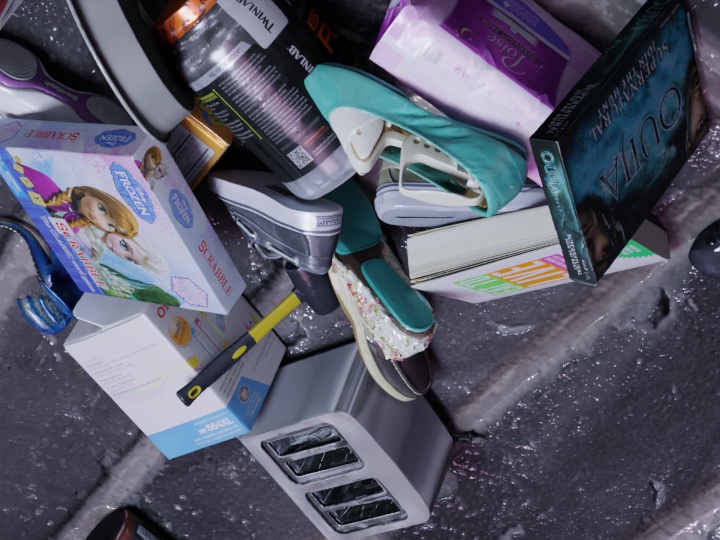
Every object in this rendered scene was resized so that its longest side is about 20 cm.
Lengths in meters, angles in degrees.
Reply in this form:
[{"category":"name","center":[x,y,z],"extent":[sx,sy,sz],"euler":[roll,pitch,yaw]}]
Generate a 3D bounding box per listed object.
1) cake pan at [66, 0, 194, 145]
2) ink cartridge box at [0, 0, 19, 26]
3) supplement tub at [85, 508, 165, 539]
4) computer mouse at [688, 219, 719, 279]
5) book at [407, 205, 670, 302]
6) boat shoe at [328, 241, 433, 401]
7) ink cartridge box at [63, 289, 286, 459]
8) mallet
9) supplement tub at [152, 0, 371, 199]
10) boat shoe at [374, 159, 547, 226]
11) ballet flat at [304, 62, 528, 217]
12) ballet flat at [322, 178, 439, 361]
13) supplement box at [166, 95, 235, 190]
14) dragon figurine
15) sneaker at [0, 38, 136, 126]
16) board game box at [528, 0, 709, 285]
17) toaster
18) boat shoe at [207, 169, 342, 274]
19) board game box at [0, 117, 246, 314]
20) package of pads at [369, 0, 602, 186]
[{"category":"cake pan","center":[-0.194,-0.204,1.158],"extent":[0.036,0.201,0.202],"euler":[-24,121,6]},{"category":"ink cartridge box","center":[-0.333,-0.239,1.164],"extent":[0.085,0.201,0.147],"euler":[37,134,-14]},{"category":"supplement tub","center":[-0.265,0.406,1.782],"extent":[0.106,0.108,0.200],"euler":[-29,115,38]},{"category":"computer mouse","center":[0.365,-0.040,1.176],"extent":[0.059,0.034,0.199],"euler":[44,131,-17]},{"category":"book","center":[0.160,-0.016,1.239],"extent":[0.198,0.049,0.133],"euler":[-15,160,32]},{"category":"boat shoe","center":[0.031,0.048,1.364],"extent":[0.064,0.074,0.201],"euler":[-7,127,33]},{"category":"ink cartridge box","center":[-0.197,0.071,1.437],"extent":[0.124,0.129,0.201],"euler":[-20,122,34]},{"category":"mallet","center":[-0.096,0.068,1.375],"extent":[0.066,0.200,0.041],"euler":[45,174,-27]},{"category":"supplement tub","center":[-0.074,-0.168,1.177],"extent":[0.122,0.123,0.200],"euler":[-29,116,38]},{"category":"boat shoe","center":[0.111,-0.074,1.225],"extent":[0.196,0.063,0.072],"euler":[3,165,-3]},{"category":"ballet flat","center":[0.033,-0.099,1.079],"extent":[0.198,0.071,0.068],"euler":[25,154,11]},{"category":"ballet flat","center":[0.000,0.000,1.274],"extent":[0.202,0.075,0.064],"euler":[61,144,24]},{"category":"supplement box","center":[-0.184,-0.100,1.324],"extent":[0.069,0.067,0.200],"euler":[39,132,-12]},{"category":"dragon figurine","center":[-0.322,0.026,1.468],"extent":[0.200,0.100,0.059],"euler":[43,132,-17]},{"category":"sneaker","center":[-0.313,-0.146,1.319],"extent":[0.198,0.075,0.100],"euler":[32,126,-5]},{"category":"board game box","center":[0.206,-0.105,1.070],"extent":[0.028,0.200,0.136],"euler":[12,138,39]},{"category":"toaster","center":[-0.007,0.180,1.466],"extent":[0.198,0.119,0.181],"euler":[-19,122,34]},{"category":"boat shoe","center":[-0.082,-0.046,1.266],"extent":[0.199,0.071,0.069],"euler":[25,115,50]},{"category":"board game box","center":[-0.228,-0.050,1.285],"extent":[0.197,0.041,0.201],"euler":[7,140,35]},{"category":"package of pads","center":[0.110,-0.165,1.107],"extent":[0.199,0.121,0.076],"euler":[34,134,-11]}]
